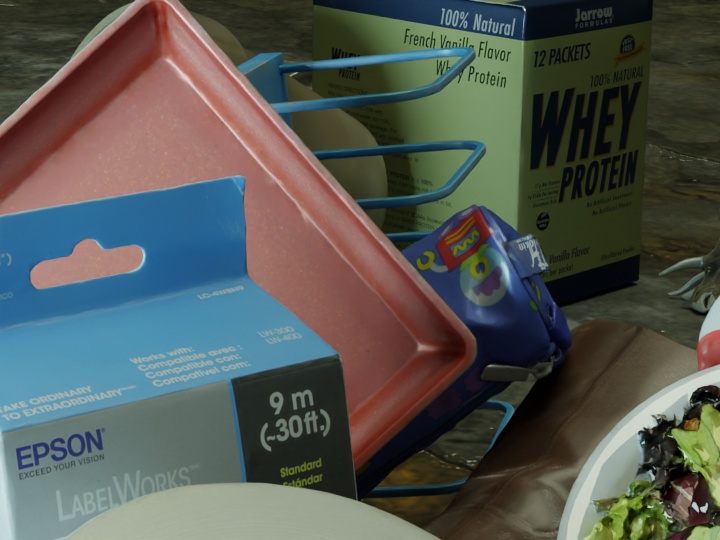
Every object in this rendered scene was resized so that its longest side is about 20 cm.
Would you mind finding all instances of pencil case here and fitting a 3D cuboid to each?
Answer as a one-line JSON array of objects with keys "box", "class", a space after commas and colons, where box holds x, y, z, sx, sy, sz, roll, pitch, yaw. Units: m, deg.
[{"box": [0.003, 0.055, 0.853, 0.199, 0.078, 0.087, -36, 51, 5], "class": "pencil case"}]

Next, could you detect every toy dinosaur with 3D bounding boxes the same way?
[{"box": [0.303, -0.020, 1.308, 0.199, 0.078, 0.102, -15, 29, -37], "class": "toy dinosaur"}]

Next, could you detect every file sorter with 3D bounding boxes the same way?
[{"box": [0.000, 0.000, 0.959, 0.121, 0.202, 0.139, -3, 14, 16], "class": "file sorter"}]

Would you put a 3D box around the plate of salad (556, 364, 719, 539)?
[{"box": [0.165, 0.100, 0.672, 0.198, 0.048, 0.201, -3, 49, 4], "class": "plate of salad"}]

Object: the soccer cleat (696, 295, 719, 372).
[{"box": [0.206, 0.065, 0.820, 0.068, 0.200, 0.086, -5, 50, 44], "class": "soccer cleat"}]

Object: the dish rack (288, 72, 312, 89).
[{"box": [-0.012, -0.094, 1.472, 0.199, 0.172, 0.044, -14, 65, -40], "class": "dish rack"}]

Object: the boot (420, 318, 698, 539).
[{"box": [0.109, 0.094, 0.792, 0.185, 0.065, 0.200, 12, 41, 42], "class": "boot"}]

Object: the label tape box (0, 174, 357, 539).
[{"box": [-0.076, 0.075, 0.706, 0.142, 0.202, 0.066, -11, 10, -35], "class": "label tape box"}]

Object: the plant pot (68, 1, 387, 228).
[{"box": [-0.083, -0.056, 1.248, 0.173, 0.202, 0.199, 8, 7, -41], "class": "plant pot"}]

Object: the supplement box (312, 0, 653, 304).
[{"box": [0.079, -0.097, 1.334, 0.134, 0.202, 0.199, -14, 22, -42], "class": "supplement box"}]

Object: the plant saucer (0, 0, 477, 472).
[{"box": [-0.088, 0.025, 0.800, 0.199, 0.200, 0.037, -42, -4, 0], "class": "plant saucer"}]

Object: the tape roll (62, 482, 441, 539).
[{"box": [-0.020, 0.149, 0.603, 0.201, 0.037, 0.204, 14, 37, -11], "class": "tape roll"}]
